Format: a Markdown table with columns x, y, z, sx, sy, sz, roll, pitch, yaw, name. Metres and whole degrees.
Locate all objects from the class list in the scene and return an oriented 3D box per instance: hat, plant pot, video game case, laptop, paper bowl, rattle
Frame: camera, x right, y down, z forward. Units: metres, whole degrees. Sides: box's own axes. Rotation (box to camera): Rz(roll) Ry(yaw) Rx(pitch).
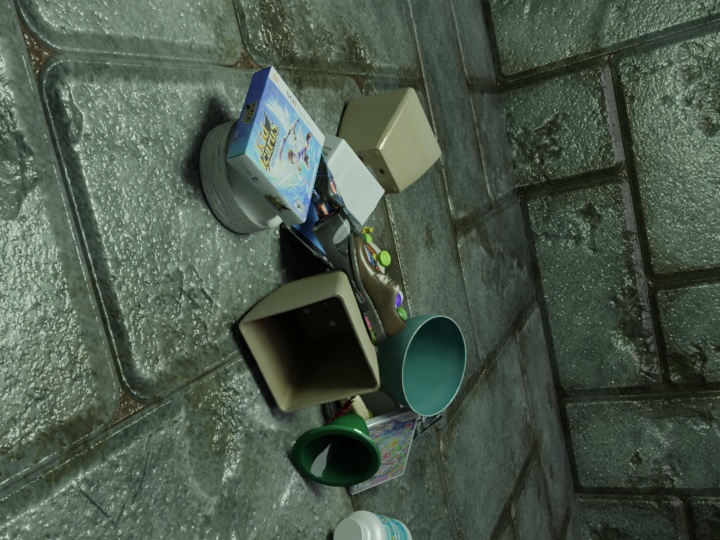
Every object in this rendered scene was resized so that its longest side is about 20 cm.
| x | y | z | sx | sy | sz | roll | pitch | yaw | name |
| --- | --- | --- | --- | --- | --- | --- | --- | --- | --- |
| -0.027 | 0.297 | 1.281 | 0.167 | 0.196 | 0.178 | 59 | 22 | -29 | hat |
| -0.077 | 0.108 | 1.205 | 0.178 | 0.196 | 0.203 | -75 | 146 | -61 | plant pot |
| -0.139 | -0.213 | 1.124 | 0.181 | 0.045 | 0.204 | 47 | 42 | -45 | video game case |
| 0.107 | 0.186 | 1.353 | 0.197 | 0.133 | 0.205 | -7 | 100 | -43 | plant pot |
| -0.068 | -0.081 | 1.359 | 0.116 | 0.200 | 0.187 | -49 | 140 | 0 | laptop |
| -0.189 | -0.175 | 1.175 | 0.200 | 0.102 | 0.205 | 30 | 55 | -55 | paper bowl |
| 0.050 | 0.379 | 1.376 | 0.141 | 0.018 | 0.204 | -11 | 126 | -30 | video game case |
| -0.074 | 0.260 | 1.340 | 0.202 | 0.141 | 0.130 | 58 | 0 | -10 | rattle |
| 0.053 | -0.293 | 1.581 | 0.201 | 0.197 | 0.179 | 58 | 47 | -36 | plant pot |

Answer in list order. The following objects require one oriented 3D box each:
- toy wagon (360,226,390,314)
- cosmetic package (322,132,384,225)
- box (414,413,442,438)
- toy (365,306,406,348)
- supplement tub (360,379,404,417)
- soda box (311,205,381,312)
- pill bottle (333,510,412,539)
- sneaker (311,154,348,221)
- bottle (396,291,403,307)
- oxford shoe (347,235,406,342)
| x | y | z | sx | sy | sz | roll | pitch | yaw | name |
| --- | --- | --- | --- | --- | --- | --- | --- | --- | --- |
| 0.000 | 0.000 | 1.420 | 0.039 | 0.153 | 0.205 | 16 | 67 | -41 | toy wagon |
| -0.037 | -0.202 | 1.458 | 0.102 | 0.071 | 0.200 | -55 | 139 | -9 | cosmetic package |
| 0.153 | 0.339 | 1.721 | 0.199 | 0.045 | 0.163 | -10 | 91 | -62 | box |
| 0.028 | 0.128 | 1.416 | 0.198 | 0.115 | 0.048 | -25 | 147 | -40 | toy |
| 0.073 | 0.284 | 1.486 | 0.200 | 0.142 | 0.148 | -34 | 112 | -59 | supplement tub |
| -0.016 | -0.021 | 1.292 | 0.202 | 0.070 | 0.064 | 59 | 17 | -14 | soda box |
| 0.023 | 0.563 | 1.347 | 0.200 | 0.109 | 0.113 | 40 | 48 | -51 | pill bottle |
| -0.080 | -0.165 | 1.334 | 0.079 | 0.074 | 0.204 | -72 | 141 | -78 | sneaker |
| 0.048 | 0.098 | 1.576 | 0.200 | 0.064 | 0.085 | -36 | 116 | -59 | bottle |
| 0.032 | 0.023 | 1.210 | 0.073 | 0.083 | 0.204 | -70 | 138 | -83 | oxford shoe |
